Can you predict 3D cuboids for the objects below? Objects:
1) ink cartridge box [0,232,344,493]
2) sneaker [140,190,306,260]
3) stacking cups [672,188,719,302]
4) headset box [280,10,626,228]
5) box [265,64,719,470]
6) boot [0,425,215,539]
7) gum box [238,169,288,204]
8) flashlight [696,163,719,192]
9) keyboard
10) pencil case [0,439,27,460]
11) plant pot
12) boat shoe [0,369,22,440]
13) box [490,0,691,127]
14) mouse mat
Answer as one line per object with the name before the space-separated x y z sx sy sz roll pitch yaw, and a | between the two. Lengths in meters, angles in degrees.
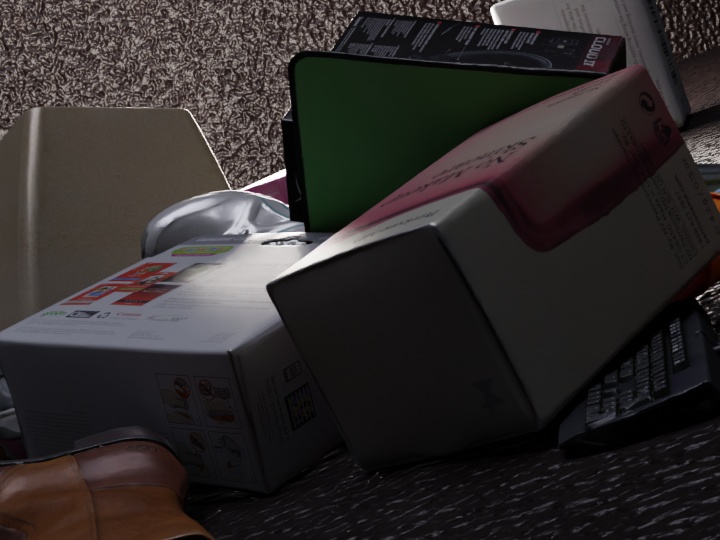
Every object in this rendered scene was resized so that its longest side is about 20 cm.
ink cartridge box | -0.075 0.045 1.029 0.199 0.085 0.175 1 22 42
sneaker | -0.043 -0.008 1.156 0.198 0.071 0.080 7 8 -4
stacking cups | 0.225 -0.025 1.047 0.199 0.061 0.060 -31 11 -34
headset box | 0.070 -0.086 1.102 0.198 0.078 0.149 8 37 16
box | 0.073 -0.004 0.903 0.127 0.110 0.200 -20 12 45
boot | -0.160 0.145 0.843 0.186 0.069 0.200 -13 12 -9
gum box | -0.045 -0.055 1.865 0.066 0.114 0.200 -16 8 29
flashlight | 0.142 -0.039 1.155 0.198 0.068 0.068 -2 -30 0
keyboard | 0.154 0.037 0.850 0.126 0.021 0.200 -19 7 11
pencil case | -0.245 0.102 1.303 0.199 0.087 0.083 -16 -29 30
plant pot | -0.202 -0.022 1.389 0.198 0.179 0.200 -2 -14 -29
boat shoe | -0.155 0.049 1.199 0.200 0.065 0.074 -22 3 -7
box | 0.270 -0.241 2.079 0.170 0.201 0.200 -19 5 14
mouse mat | 0.057 -0.049 1.032 0.198 0.162 0.008 7 36 17
